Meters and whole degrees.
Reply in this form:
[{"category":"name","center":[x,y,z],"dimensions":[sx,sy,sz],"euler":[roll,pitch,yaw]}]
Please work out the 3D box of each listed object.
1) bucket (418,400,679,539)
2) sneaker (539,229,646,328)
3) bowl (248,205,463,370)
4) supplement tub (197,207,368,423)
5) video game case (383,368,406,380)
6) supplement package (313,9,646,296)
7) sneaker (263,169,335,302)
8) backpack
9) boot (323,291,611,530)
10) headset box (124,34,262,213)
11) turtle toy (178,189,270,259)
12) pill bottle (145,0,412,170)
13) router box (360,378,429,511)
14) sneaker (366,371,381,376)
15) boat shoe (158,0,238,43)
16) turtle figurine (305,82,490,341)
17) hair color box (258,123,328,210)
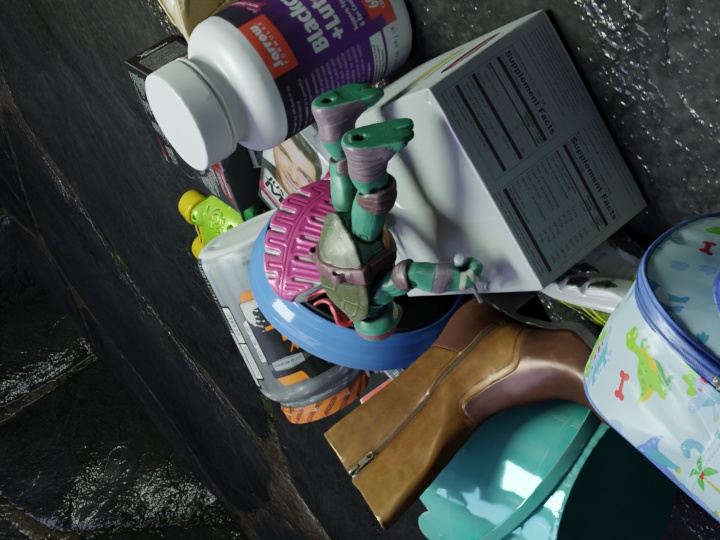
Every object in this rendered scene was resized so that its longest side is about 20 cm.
[{"category":"bucket","center":[0.157,0.164,0.880],"dimensions":[0.134,0.207,0.208],"euler":[20,141,43]},{"category":"sneaker","center":[0.193,0.030,0.769],"dimensions":[0.200,0.074,0.085],"euler":[25,144,52]},{"category":"bowl","center":[0.000,0.000,0.979],"dimensions":[0.201,0.200,0.040],"euler":[45,138,25]},{"category":"supplement tub","center":[-0.074,0.046,1.115],"dimensions":[0.122,0.122,0.201],"euler":[5,123,63]},{"category":"video game case","center":[0.049,0.105,1.017],"dimensions":[0.200,0.019,0.143],"euler":[49,-178,18]},{"category":"supplement package","center":[0.080,-0.077,0.803],"dimensions":[0.156,0.111,0.200],"euler":[59,158,-11]},{"category":"sneaker","center":[-0.009,-0.047,0.936],"dimensions":[0.081,0.201,0.088],"euler":[26,156,22]},{"category":"backpack","center":[0.235,0.048,0.570],"dimensions":[0.200,0.182,0.148],"euler":[37,130,30]},{"category":"boot","center":[0.082,0.108,0.786],"dimensions":[0.188,0.200,0.069],"euler":[44,173,45]},{"category":"headset box","center":[-0.174,-0.169,1.256],"dimensions":[0.200,0.077,0.150],"euler":[31,149,45]},{"category":"turtle toy","center":[-0.136,-0.027,1.350],"dimensions":[0.146,0.101,0.201],"euler":[40,154,33]},{"category":"pill bottle","center":[-0.065,-0.165,0.860],"dimensions":[0.111,0.199,0.112],"euler":[44,156,25]},{"category":"router box","center":[0.088,0.209,1.157],"dimensions":[0.180,0.049,0.200],"euler":[57,-176,20]},{"category":"sneaker","center":[0.027,0.088,1.185],"dimensions":[0.200,0.090,0.075],"euler":[18,139,58]},{"category":"boat shoe","center":[-0.167,-0.281,1.100],"dimensions":[0.201,0.073,0.069],"euler":[63,169,-15]},{"category":"turtle figurine","center":[0.015,-0.019,0.751],"dimensions":[0.149,0.100,0.201],"euler":[32,144,44]},{"category":"hair color box","center":[-0.048,-0.104,1.107],"dimensions":[0.099,0.060,0.200],"euler":[49,157,14]}]
